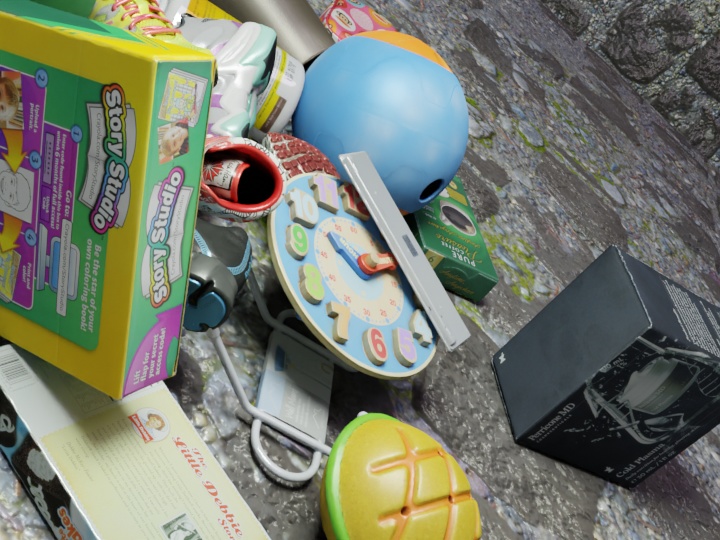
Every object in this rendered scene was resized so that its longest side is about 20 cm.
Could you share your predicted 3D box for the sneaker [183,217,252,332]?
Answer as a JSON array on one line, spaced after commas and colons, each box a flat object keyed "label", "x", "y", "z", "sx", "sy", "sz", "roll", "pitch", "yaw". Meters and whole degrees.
[{"label": "sneaker", "x": -0.175, "y": -0.018, "z": 0.680, "sx": 0.196, "sy": 0.074, "sz": 0.082, "roll": 20, "pitch": 41, "yaw": 6}]

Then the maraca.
[{"label": "maraca", "x": 0.043, "y": 0.200, "z": 0.687, "sx": 0.202, "sy": 0.106, "sz": 0.137, "roll": 55, "pitch": 41, "yaw": -8}]

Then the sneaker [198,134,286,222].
[{"label": "sneaker", "x": -0.151, "y": -0.091, "z": 0.710, "sx": 0.198, "sy": 0.069, "sz": 0.108, "roll": 20, "pitch": -6, "yaw": -23}]

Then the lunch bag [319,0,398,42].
[{"label": "lunch bag", "x": 0.017, "y": -0.286, "z": 1.302, "sx": 0.198, "sy": 0.082, "sz": 0.177, "roll": 36, "pitch": 30, "yaw": -13}]

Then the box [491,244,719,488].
[{"label": "box", "x": 0.284, "y": 0.110, "z": 0.999, "sx": 0.194, "sy": 0.200, "sz": 0.125, "roll": 25, "pitch": 34, "yaw": -27}]

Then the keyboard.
[{"label": "keyboard", "x": 0.042, "y": -0.021, "z": 0.846, "sx": 0.203, "sy": 0.011, "sz": 0.056, "roll": 61, "pitch": 21, "yaw": 4}]

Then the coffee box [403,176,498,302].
[{"label": "coffee box", "x": 0.092, "y": -0.062, "z": 1.143, "sx": 0.121, "sy": 0.044, "sz": 0.202, "roll": 23, "pitch": 35, "yaw": -31}]

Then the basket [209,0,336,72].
[{"label": "basket", "x": -0.124, "y": -0.302, "z": 1.099, "sx": 0.201, "sy": 0.135, "sz": 0.180, "roll": 52, "pitch": 3, "yaw": 5}]

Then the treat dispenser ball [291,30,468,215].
[{"label": "treat dispenser ball", "x": 0.021, "y": -0.159, "z": 1.021, "sx": 0.199, "sy": 0.201, "sz": 0.203, "roll": 30, "pitch": 31, "yaw": -21}]

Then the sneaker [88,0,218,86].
[{"label": "sneaker", "x": -0.189, "y": -0.198, "z": 0.763, "sx": 0.198, "sy": 0.092, "sz": 0.077, "roll": 23, "pitch": 27, "yaw": 37}]

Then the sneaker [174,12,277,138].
[{"label": "sneaker", "x": -0.164, "y": -0.154, "z": 0.848, "sx": 0.137, "sy": 0.078, "sz": 0.203, "roll": 14, "pitch": 57, "yaw": -2}]

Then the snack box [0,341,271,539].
[{"label": "snack box", "x": -0.155, "y": 0.127, "z": 0.601, "sx": 0.201, "sy": 0.037, "sz": 0.115, "roll": 52, "pitch": 32, "yaw": 14}]

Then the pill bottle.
[{"label": "pill bottle", "x": -0.163, "y": -0.217, "z": 0.962, "sx": 0.198, "sy": 0.109, "sz": 0.110, "roll": 29, "pitch": 32, "yaw": -25}]

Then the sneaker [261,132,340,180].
[{"label": "sneaker", "x": -0.057, "y": -0.046, "z": 0.894, "sx": 0.077, "sy": 0.082, "sz": 0.203, "roll": 4, "pitch": 56, "yaw": -48}]

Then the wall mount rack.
[{"label": "wall mount rack", "x": -0.061, "y": 0.065, "z": 0.760, "sx": 0.172, "sy": 0.075, "sz": 0.202, "roll": 32, "pitch": 30, "yaw": -17}]

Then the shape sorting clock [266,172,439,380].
[{"label": "shape sorting clock", "x": 0.000, "y": 0.000, "z": 0.804, "sx": 0.198, "sy": 0.039, "sz": 0.202, "roll": 33, "pitch": 35, "yaw": -27}]

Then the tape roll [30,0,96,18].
[{"label": "tape roll", "x": -0.246, "y": -0.271, "z": 0.755, "sx": 0.048, "sy": 0.201, "sz": 0.203, "roll": 19, "pitch": 37, "yaw": -34}]

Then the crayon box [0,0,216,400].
[{"label": "crayon box", "x": -0.182, "y": -0.050, "z": 0.572, "sx": 0.170, "sy": 0.204, "sz": 0.058, "roll": 21, "pitch": 21, "yaw": 25}]
